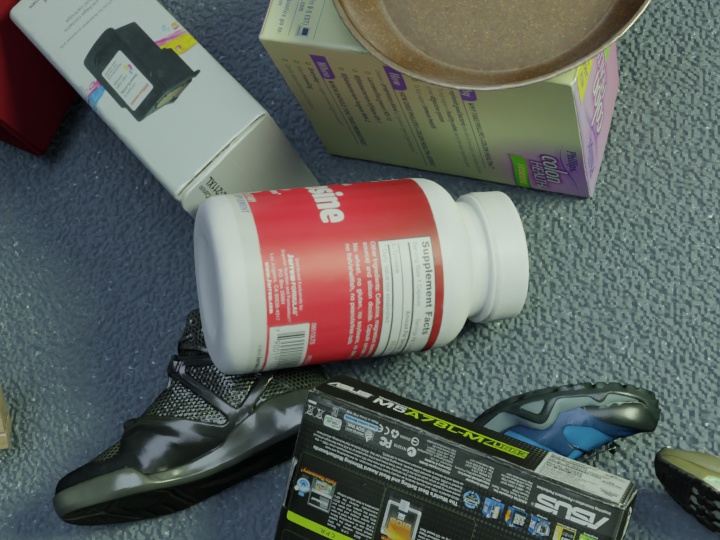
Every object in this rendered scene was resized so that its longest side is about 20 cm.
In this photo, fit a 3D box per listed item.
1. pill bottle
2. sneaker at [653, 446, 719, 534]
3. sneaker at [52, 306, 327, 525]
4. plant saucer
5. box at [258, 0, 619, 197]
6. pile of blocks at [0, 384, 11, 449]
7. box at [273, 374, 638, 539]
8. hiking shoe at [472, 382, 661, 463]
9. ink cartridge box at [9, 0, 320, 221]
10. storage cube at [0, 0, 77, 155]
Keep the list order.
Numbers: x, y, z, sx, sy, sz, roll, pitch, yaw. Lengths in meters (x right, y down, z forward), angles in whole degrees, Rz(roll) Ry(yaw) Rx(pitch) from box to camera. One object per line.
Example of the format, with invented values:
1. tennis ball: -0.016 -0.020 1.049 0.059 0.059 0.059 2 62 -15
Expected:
1. pill bottle: 0.000 0.000 0.808 0.199 0.112 0.113 -6 68 -16
2. sneaker: 0.277 0.124 0.755 0.199 0.077 0.089 12 62 12
3. sneaker: -0.121 0.095 0.856 0.199 0.076 0.115 -26 66 1
4. plant saucer: 0.079 -0.186 0.728 0.199 0.037 0.201 -4 70 12
5. box: 0.060 -0.139 0.831 0.199 0.176 0.097 12 74 18
6. pile of blocks: -0.338 0.124 0.901 0.199 0.062 0.082 -32 109 -1
7. box: 0.043 0.185 0.756 0.199 0.047 0.194 18 107 19
8. hiking shoe: 0.097 0.127 0.797 0.199 0.074 0.087 -19 76 18
9. ink cartridge box: -0.131 -0.114 0.888 0.083 0.146 0.200 -43 68 -2
10. storage cube: -0.299 -0.216 0.936 0.199 0.180 0.172 22 78 27
